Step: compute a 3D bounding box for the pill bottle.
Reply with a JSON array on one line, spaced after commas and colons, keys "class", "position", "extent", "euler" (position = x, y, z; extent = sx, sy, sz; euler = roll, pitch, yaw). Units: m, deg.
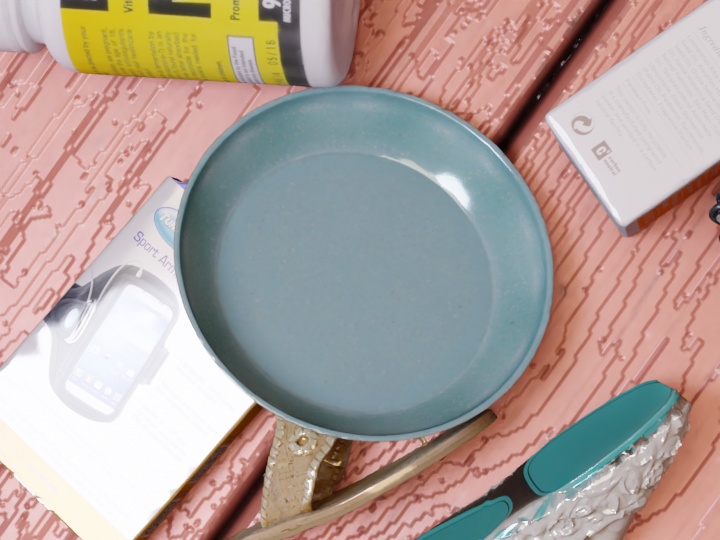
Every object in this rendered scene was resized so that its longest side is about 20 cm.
[{"class": "pill bottle", "position": [-0.104, -0.158, 1.263], "extent": [0.199, 0.114, 0.115], "euler": [3, 87, 8]}]

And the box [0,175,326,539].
[{"class": "box", "position": [-0.107, 0.046, 1.290], "extent": [0.119, 0.041, 0.200], "euler": [43, 91, 8]}]

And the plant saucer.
[{"class": "plant saucer", "position": [0.000, 0.000, 1.247], "extent": [0.199, 0.036, 0.201], "euler": [4, 65, -10]}]

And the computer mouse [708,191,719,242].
[{"class": "computer mouse", "position": [0.249, -0.080, 1.166], "extent": [0.200, 0.140, 0.046], "euler": [-53, 54, 41]}]

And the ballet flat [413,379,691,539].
[{"class": "ballet flat", "position": [0.095, 0.133, 1.250], "extent": [0.200, 0.072, 0.072], "euler": [-34, 83, 7]}]

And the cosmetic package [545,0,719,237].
[{"class": "cosmetic package", "position": [0.196, -0.103, 1.223], "extent": [0.200, 0.101, 0.071], "euler": [-36, 83, 6]}]

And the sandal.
[{"class": "sandal", "position": [-0.036, 0.104, 1.256], "extent": [0.211, 0.078, 0.070], "euler": [-32, 89, 10]}]
